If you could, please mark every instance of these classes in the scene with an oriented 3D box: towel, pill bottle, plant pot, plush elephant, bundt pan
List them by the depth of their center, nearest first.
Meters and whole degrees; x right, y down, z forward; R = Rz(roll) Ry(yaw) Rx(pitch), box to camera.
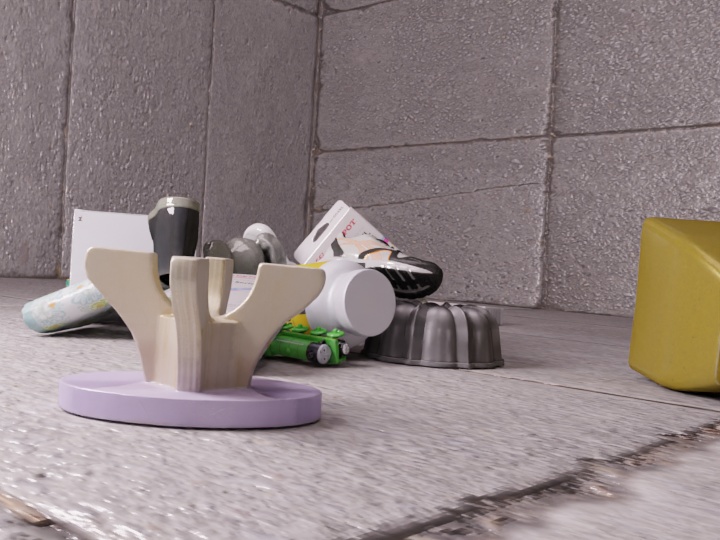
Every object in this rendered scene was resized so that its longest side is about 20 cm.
[{"bbox_3d":[0.436,0.051,0.924,0.190,0.200,0.200,4,8,4],"label":"plant pot"},{"bbox_3d":[-0.044,0.045,1.059,0.110,0.115,0.198,3,-6,-34],"label":"pill bottle"},{"bbox_3d":[0.099,0.082,1.096,0.197,0.078,0.202,3,-1,0],"label":"bundt pan"},{"bbox_3d":[-0.358,0.032,1.138,0.168,0.049,0.200,-25,-1,3],"label":"towel"},{"bbox_3d":[-0.193,0.020,1.189,0.197,0.159,0.163,3,1,36],"label":"plush elephant"}]

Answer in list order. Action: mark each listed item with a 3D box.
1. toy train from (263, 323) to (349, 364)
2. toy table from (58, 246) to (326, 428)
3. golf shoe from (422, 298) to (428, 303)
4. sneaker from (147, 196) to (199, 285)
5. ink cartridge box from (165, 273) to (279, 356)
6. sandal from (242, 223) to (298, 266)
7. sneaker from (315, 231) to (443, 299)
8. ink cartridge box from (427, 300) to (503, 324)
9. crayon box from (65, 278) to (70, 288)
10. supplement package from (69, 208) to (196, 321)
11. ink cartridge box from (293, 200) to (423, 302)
[{"bbox_3d":[-0.098,0.088,0.997,0.197,0.043,0.056,4,10,41],"label":"toy train"},{"bbox_3d":[-0.124,0.048,0.613,0.196,0.120,0.184,5,0,-13],"label":"toy table"},{"bbox_3d":[0.044,0.088,1.707,0.196,0.080,0.097,9,-18,-6],"label":"golf shoe"},{"bbox_3d":[-0.265,-0.026,1.125,0.073,0.109,0.200,6,-12,-12],"label":"sneaker"},{"bbox_3d":[-0.155,0.049,0.921,0.114,0.069,0.200,4,13,5],"label":"ink cartridge box"},{"bbox_3d":[-0.123,0.011,1.288,0.081,0.206,0.050,2,34,30],"label":"sandal"},{"bbox_3d":[0.027,-0.015,1.119,0.197,0.081,0.074,9,-33,31],"label":"sneaker"},{"bbox_3d":[0.220,0.102,1.952,0.197,0.046,0.174,4,-1,40],"label":"ink cartridge box"},{"bbox_3d":[-0.453,0.052,1.509,0.197,0.060,0.117,4,0,43],"label":"crayon box"},{"bbox_3d":[-0.375,-0.002,1.332,0.196,0.159,0.111,3,-17,-18],"label":"supplement package"},{"bbox_3d":[0.000,0.000,1.256,0.199,0.129,0.125,41,1,-1],"label":"ink cartridge box"}]
